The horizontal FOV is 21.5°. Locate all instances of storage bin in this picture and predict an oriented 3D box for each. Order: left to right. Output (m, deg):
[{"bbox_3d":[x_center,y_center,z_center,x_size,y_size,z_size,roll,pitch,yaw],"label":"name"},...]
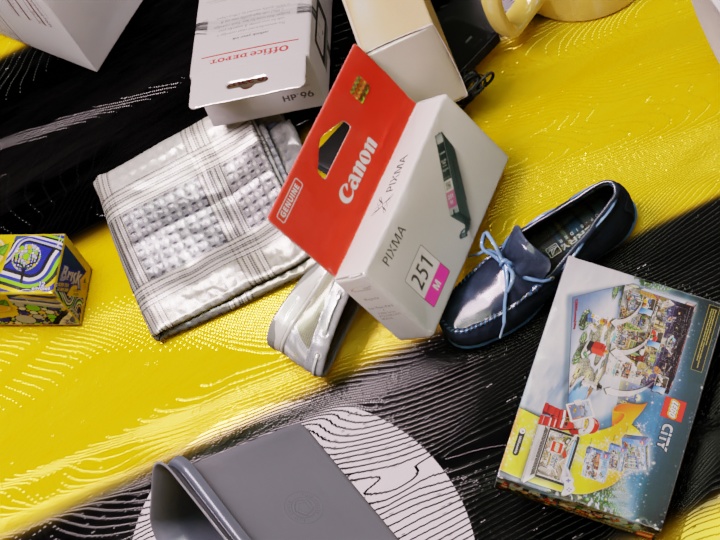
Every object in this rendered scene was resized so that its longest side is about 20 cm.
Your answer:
[{"bbox_3d":[-0.063,0.230,1.549,0.134,0.146,0.200,-24,56,-27],"label":"storage bin"}]

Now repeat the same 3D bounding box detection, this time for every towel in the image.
[{"bbox_3d":[-0.134,-0.054,1.756,0.200,0.035,0.193,-25,60,3],"label":"towel"}]

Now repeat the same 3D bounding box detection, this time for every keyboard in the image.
[{"bbox_3d":[0.053,-0.146,1.752,0.200,0.040,0.104,-46,41,-10],"label":"keyboard"}]

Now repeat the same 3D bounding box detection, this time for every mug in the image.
[{"bbox_3d":[0.190,-0.314,1.718,0.149,0.153,0.187,-1,65,16],"label":"mug"}]

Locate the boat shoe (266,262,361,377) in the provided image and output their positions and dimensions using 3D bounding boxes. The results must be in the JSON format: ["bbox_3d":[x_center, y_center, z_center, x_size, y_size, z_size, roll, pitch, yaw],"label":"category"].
[{"bbox_3d":[-0.001,0.000,1.670,0.065,0.074,0.202,35,78,17],"label":"boat shoe"}]

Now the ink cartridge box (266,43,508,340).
[{"bbox_3d":[0.028,-0.071,1.614,0.044,0.174,0.200,-10,47,47],"label":"ink cartridge box"}]

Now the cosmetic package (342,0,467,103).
[{"bbox_3d":[0.028,-0.241,1.737,0.071,0.105,0.200,-24,49,7],"label":"cosmetic package"}]

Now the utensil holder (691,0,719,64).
[{"bbox_3d":[0.403,-0.225,1.605,0.200,0.170,0.170,-29,60,5],"label":"utensil holder"}]

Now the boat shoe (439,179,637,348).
[{"bbox_3d":[0.144,-0.016,1.633,0.200,0.069,0.084,-42,60,-6],"label":"boat shoe"}]

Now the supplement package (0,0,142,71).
[{"bbox_3d":[-0.316,-0.337,1.885,0.200,0.147,0.191,24,73,25],"label":"supplement package"}]

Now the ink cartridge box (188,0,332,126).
[{"bbox_3d":[-0.091,-0.205,1.769,0.116,0.068,0.200,-10,45,13],"label":"ink cartridge box"}]

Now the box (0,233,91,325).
[{"bbox_3d":[-0.359,0.009,1.772,0.200,0.070,0.064,-1,62,16],"label":"box"}]

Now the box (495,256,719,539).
[{"bbox_3d":[0.204,0.102,1.547,0.137,0.038,0.200,18,71,6],"label":"box"}]
